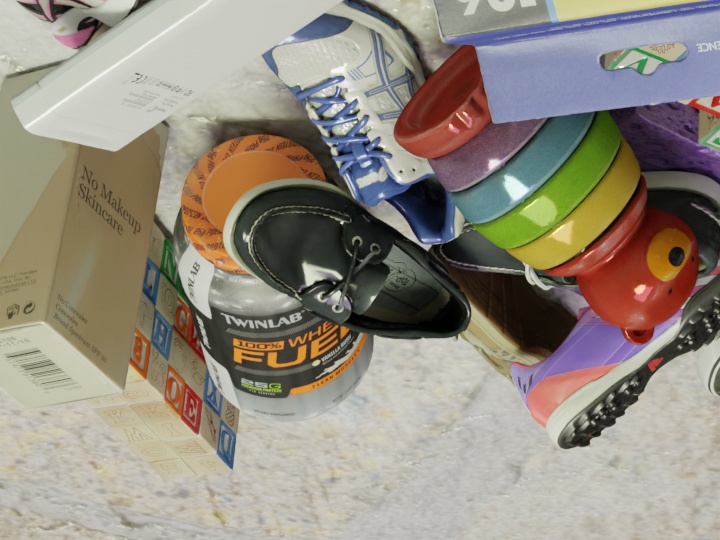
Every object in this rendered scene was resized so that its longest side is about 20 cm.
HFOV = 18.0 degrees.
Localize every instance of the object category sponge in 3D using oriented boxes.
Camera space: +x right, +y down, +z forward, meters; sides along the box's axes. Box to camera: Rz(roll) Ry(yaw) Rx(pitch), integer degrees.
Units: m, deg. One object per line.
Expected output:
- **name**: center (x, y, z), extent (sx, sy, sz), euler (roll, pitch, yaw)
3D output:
- **sponge**: center (0.172, -0.046, 1.495), extent (0.111, 0.030, 0.200), euler (21, 146, -20)

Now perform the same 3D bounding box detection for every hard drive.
- **hard drive**: center (-0.086, -0.135, 1.276), extent (0.199, 0.027, 0.132), euler (-32, 169, 13)

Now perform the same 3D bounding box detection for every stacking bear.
- **stacking bear**: center (0.124, -0.046, 1.359), extent (0.200, 0.122, 0.114), euler (45, 151, -14)

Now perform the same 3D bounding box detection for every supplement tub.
- **supplement tub**: center (-0.058, 0.005, 1.528), extent (0.122, 0.123, 0.200), euler (1, 148, 8)

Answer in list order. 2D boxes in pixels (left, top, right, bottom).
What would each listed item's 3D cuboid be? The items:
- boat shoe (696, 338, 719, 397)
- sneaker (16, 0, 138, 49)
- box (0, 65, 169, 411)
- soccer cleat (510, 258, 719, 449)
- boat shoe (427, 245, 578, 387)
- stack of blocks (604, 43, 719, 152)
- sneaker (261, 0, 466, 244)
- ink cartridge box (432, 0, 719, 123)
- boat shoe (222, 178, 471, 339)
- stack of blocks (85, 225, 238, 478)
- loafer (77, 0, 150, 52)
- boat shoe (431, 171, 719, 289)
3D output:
- **boat shoe**: center (0.297, 0.050, 1.574), extent (0.070, 0.064, 0.200), euler (-10, 156, -26)
- **sneaker**: center (-0.164, -0.181, 1.269), extent (0.086, 0.081, 0.200), euler (28, 156, -18)
- **box**: center (-0.187, -0.024, 1.429), extent (0.077, 0.201, 0.095), euler (-11, 145, 27)
- **soccer cleat**: center (0.191, 0.033, 1.538), extent (0.200, 0.073, 0.068), euler (-40, 154, -1)
- **boat shoe**: center (0.095, 0.039, 1.603), extent (0.062, 0.074, 0.200), euler (-18, 142, 29)
- **stack of blocks**: center (0.243, -0.119, 1.335), extent (0.199, 0.059, 0.115), euler (20, 145, -20)
- **sneaker**: center (0.010, -0.090, 1.398), extent (0.075, 0.089, 0.200), euler (-20, 139, 38)
- **ink cartridge box**: center (0.120, -0.175, 1.150), extent (0.197, 0.047, 0.201), euler (-5, 105, 33)
- **boat shoe**: center (-0.001, 0.002, 1.420), extent (0.066, 0.075, 0.199), euler (38, -176, 43)
- **stack of blocks**: center (-0.152, 0.050, 1.610), extent (0.058, 0.116, 0.200), euler (-9, 146, 21)
- **loafer**: center (-0.108, -0.150, 1.342), extent (0.072, 0.063, 0.200), euler (15, 148, -27)
- **boat shoe**: center (0.134, -0.020, 1.458), extent (0.199, 0.061, 0.076), euler (-8, 144, 25)
